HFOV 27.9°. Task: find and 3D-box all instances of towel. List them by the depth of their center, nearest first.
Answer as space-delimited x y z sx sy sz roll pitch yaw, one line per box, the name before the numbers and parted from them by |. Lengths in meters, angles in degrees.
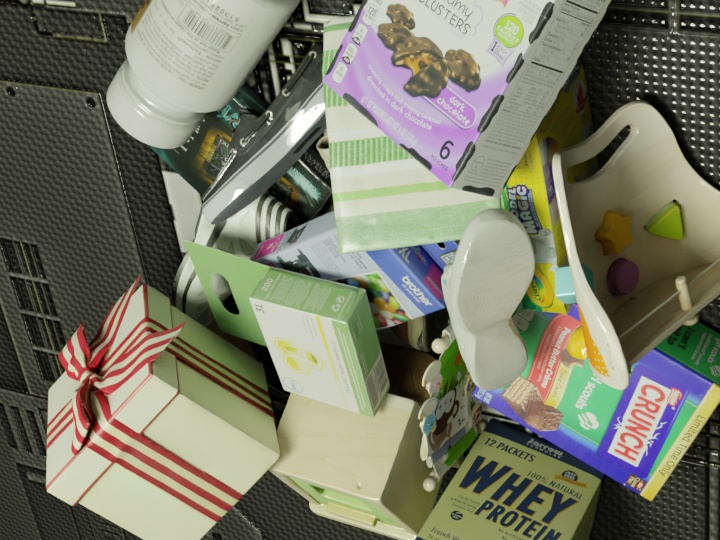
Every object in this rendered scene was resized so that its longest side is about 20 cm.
towel | 0.045 -0.122 1.229 0.151 0.023 0.202 -6 91 11

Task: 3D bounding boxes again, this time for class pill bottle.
pill bottle | -0.146 -0.208 1.300 0.114 0.114 0.200 41 126 -1

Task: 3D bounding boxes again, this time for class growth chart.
growth chart | 0.092 0.117 1.393 0.018 0.145 0.201 21 130 23

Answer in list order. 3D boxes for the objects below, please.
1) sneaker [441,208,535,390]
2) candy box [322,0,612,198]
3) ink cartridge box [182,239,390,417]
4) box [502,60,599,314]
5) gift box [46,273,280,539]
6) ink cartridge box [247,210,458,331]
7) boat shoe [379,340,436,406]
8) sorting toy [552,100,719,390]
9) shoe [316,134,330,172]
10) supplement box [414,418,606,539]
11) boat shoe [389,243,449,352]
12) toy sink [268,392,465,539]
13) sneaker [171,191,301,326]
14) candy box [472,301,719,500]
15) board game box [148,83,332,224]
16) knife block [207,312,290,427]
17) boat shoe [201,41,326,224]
sneaker | 0.096 0.011 1.222 0.201 0.075 0.089 86 161 -48
candy box | 0.083 -0.188 1.119 0.168 0.071 0.201 42 113 35
ink cartridge box | -0.077 0.054 1.362 0.198 0.048 0.146 14 144 24
box | 0.159 -0.078 1.216 0.048 0.117 0.201 6 125 28
gift box | -0.196 0.128 1.414 0.186 0.185 0.200 34 104 -27
ink cartridge box | 0.000 0.000 1.324 0.199 0.042 0.119 -22 119 41
boat shoe | 0.006 0.101 1.470 0.199 0.074 0.063 23 159 38
sorting toy | 0.220 -0.035 1.185 0.106 0.199 0.181 6 122 53
shoe | 0.040 -0.117 1.296 0.199 0.070 0.053 -16 122 42
supplement box | 0.140 0.302 1.458 0.133 0.200 0.201 21 132 18
boat shoe | 0.042 -0.010 1.375 0.073 0.076 0.201 19 131 24
toy sink | 0.009 0.198 1.464 0.129 0.113 0.200 13 162 24
sneaker | -0.115 0.005 1.445 0.115 0.076 0.201 32 132 11
candy box | 0.224 0.094 1.333 0.199 0.077 0.170 29 134 9
board game box | -0.123 -0.115 1.433 0.200 0.028 0.135 44 135 -2
knife block | -0.154 0.142 1.553 0.064 0.199 0.177 -33 72 44
boat shoe | -0.085 -0.129 1.336 0.200 0.070 0.066 -45 81 19
